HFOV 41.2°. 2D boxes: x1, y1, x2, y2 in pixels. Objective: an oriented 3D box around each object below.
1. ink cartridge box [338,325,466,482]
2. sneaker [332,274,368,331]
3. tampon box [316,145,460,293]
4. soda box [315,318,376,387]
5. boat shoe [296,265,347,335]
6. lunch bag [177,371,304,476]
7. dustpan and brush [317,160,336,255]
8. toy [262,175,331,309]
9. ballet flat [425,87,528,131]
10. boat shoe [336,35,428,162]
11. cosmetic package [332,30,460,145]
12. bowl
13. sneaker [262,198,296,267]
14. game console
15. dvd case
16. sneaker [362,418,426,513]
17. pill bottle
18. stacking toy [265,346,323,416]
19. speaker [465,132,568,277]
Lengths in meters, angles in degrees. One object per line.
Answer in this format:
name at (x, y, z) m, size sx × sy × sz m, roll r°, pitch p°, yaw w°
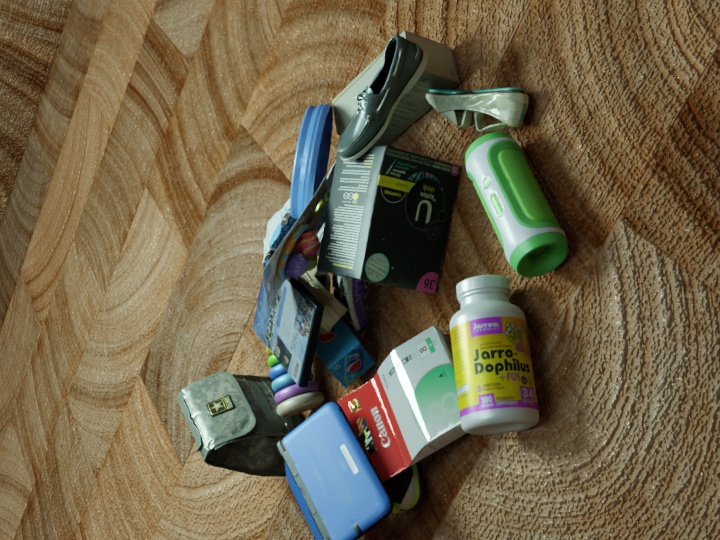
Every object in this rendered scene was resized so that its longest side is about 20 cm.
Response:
ink cartridge box at (0.062, 0.197, 1.395) m, size 0.200 × 0.050 × 0.161 m, roll -31°, pitch 54°, yaw 12°
sneaker at (0.000, 0.000, 1.571) m, size 0.081 × 0.083 × 0.201 m, roll -153°, pitch 59°, yaw -72°
tampon box at (0.042, -0.079, 1.463) m, size 0.126 × 0.149 × 0.201 m, roll 12°, pitch 92°, yaw 55°
soda box at (-0.057, 0.103, 1.608) m, size 0.068 × 0.064 × 0.200 m, roll -39°, pitch 42°, yaw -2°
boat shoe at (-0.077, 0.023, 1.585) m, size 0.065 × 0.072 × 0.200 m, roll -39°, pitch 41°, yaw 6°
lunch bag at (-0.210, 0.267, 1.683) m, size 0.118 × 0.199 × 0.164 m, roll -63°, pitch 39°, yaw 23°
dustpan and brush at (-0.039, -0.102, 1.652) m, size 0.139 × 0.057 × 0.201 m, roll 33°, pitch 108°, yaw 52°
toy at (-0.084, -0.037, 1.490) m, size 0.115 × 0.047 × 0.200 m, roll 91°, pitch -157°, yaw -58°
ballet flat at (0.164, -0.236, 1.409) m, size 0.200 × 0.067 × 0.063 m, roll 14°, pitch 103°, yaw 54°
boat shoe at (0.018, -0.253, 1.401) m, size 0.200 × 0.062 × 0.073 m, roll -54°, pitch 37°, yaw 7°
cosmetic package at (0.053, -0.286, 1.536) m, size 0.200 × 0.103 × 0.073 m, roll -36°, pitch 54°, yaw 42°
bowl at (-0.082, -0.177, 1.591) m, size 0.201 × 0.039 × 0.202 m, roll 10°, pitch -90°, yaw -88°
sneaker at (-0.134, -0.095, 1.774) m, size 0.200 × 0.075 × 0.087 m, roll -53°, pitch 38°, yaw 31°
game console at (-0.037, 0.332, 1.440) m, size 0.171 × 0.118 × 0.200 m, roll -39°, pitch 56°, yaw 10°
dvd case at (-0.120, 0.078, 1.554) m, size 0.200 × 0.017 × 0.143 m, roll 42°, pitch 125°, yaw 52°
sneaker at (0.035, 0.272, 1.448) m, size 0.072 × 0.083 × 0.200 m, roll -54°, pitch 44°, yaw 30°
pill bottle at (0.175, 0.112, 1.278) m, size 0.104 × 0.104 × 0.201 m, roll -28°, pitch 61°, yaw 47°
stacking toy at (-0.133, 0.148, 1.666) m, size 0.085 × 0.085 × 0.201 m, roll -35°, pitch 70°, yaw 44°
speaker at (0.208, -0.091, 1.295) m, size 0.088 × 0.088 × 0.201 m, roll -48°, pitch 47°, yaw 36°
